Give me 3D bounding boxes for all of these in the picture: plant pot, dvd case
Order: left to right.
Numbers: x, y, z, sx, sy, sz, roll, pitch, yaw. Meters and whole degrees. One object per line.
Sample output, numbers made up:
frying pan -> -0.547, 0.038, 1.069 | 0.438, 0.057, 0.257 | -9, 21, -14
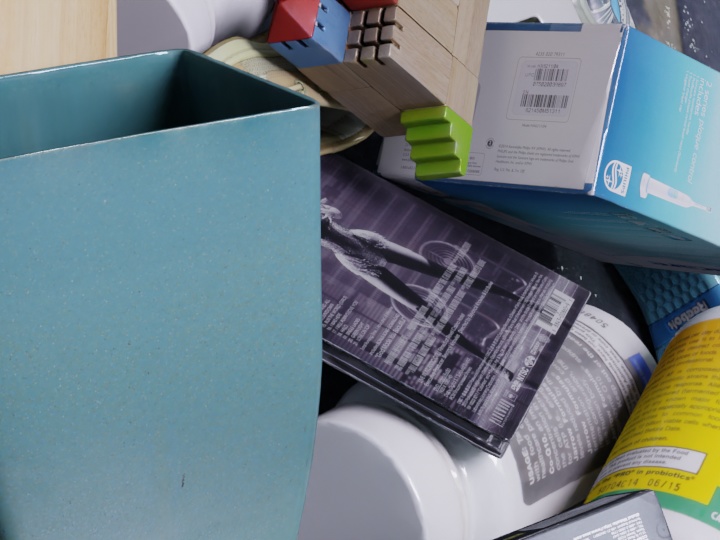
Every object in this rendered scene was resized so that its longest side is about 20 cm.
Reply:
plant pot -> -0.097, 0.035, 0.822 | 0.141, 0.141, 0.201 | -11, 108, -22
dvd case -> 0.000, 0.000, 1.039 | 0.199, 0.016, 0.149 | 29, 33, 5

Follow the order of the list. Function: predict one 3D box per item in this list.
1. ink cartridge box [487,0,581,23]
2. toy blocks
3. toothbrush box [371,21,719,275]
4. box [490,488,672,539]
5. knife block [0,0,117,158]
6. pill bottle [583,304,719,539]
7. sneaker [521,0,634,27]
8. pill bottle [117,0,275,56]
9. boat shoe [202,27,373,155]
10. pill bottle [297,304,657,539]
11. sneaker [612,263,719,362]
ink cartridge box -> 0.033, -0.192, 1.219 | 0.115, 0.068, 0.201 | -23, 88, -47
toy blocks -> 0.007, -0.159, 1.021 | 0.137, 0.100, 0.201 | 34, 59, -50
toothbrush box -> 0.129, -0.058, 1.127 | 0.200, 0.146, 0.086 | 19, 81, -44
box -> 0.042, 0.187, 0.814 | 0.199, 0.051, 0.158 | -19, 87, -17
knife block -> -0.136, -0.065, 0.908 | 0.064, 0.200, 0.176 | 4, 39, -45
pill bottle -> 0.179, 0.087, 1.042 | 0.113, 0.113, 0.200 | 48, 51, -17
sneaker -> 0.118, -0.158, 1.302 | 0.086, 0.077, 0.201 | -1, 78, -59
pill bottle -> -0.078, -0.170, 1.061 | 0.112, 0.112, 0.200 | 47, 44, -19
boat shoe -> -0.051, -0.063, 1.018 | 0.063, 0.073, 0.201 | 43, 25, 4
pill bottle -> 0.052, 0.090, 1.065 | 0.200, 0.114, 0.114 | -19, 85, -49
sneaker -> 0.224, 0.010, 1.311 | 0.130, 0.079, 0.201 | -23, 89, -48
